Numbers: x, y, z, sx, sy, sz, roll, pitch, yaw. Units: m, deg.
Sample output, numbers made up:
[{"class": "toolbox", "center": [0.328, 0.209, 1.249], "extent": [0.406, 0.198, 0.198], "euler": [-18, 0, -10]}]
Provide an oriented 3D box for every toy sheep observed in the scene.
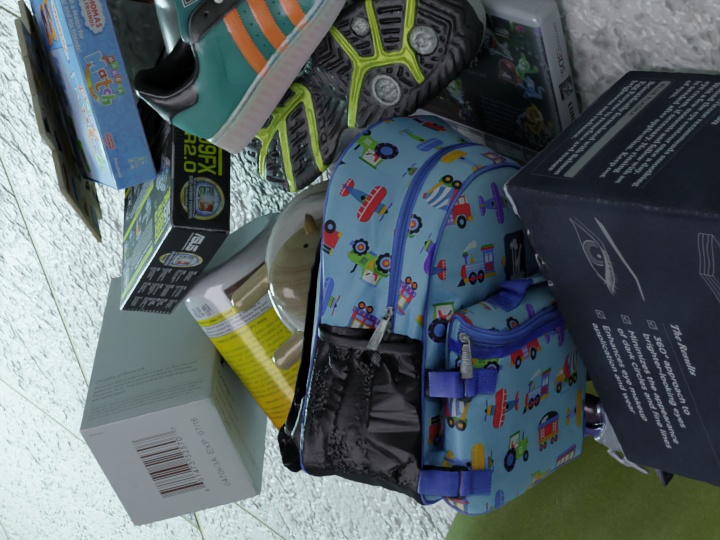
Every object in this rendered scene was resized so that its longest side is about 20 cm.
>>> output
[{"class": "toy sheep", "center": [0.000, 0.000, 1.109], "extent": [0.137, 0.200, 0.139], "euler": [3, 97, 25]}]

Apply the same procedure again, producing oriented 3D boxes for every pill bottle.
[{"class": "pill bottle", "center": [-0.048, 0.061, 1.321], "extent": [0.201, 0.109, 0.109], "euler": [55, 153, -14]}]

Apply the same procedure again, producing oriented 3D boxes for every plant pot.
[{"class": "plant pot", "center": [0.132, 0.203, 1.142], "extent": [0.187, 0.200, 0.188], "euler": [36, 152, 22]}]

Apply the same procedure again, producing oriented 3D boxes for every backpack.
[{"class": "backpack", "center": [0.051, 0.016, 0.941], "extent": [0.134, 0.182, 0.202], "euler": [10, 102, 31]}]

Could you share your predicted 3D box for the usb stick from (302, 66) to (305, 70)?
[{"class": "usb stick", "center": [-0.069, -0.163, 1.107], "extent": [0.201, 0.055, 0.033], "euler": [58, 168, -20]}]

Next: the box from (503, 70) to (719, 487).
[{"class": "box", "center": [0.209, 0.012, 0.855], "extent": [0.199, 0.117, 0.197], "euler": [12, 137, 51]}]

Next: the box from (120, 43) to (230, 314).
[{"class": "box", "center": [-0.140, -0.072, 1.241], "extent": [0.200, 0.044, 0.162], "euler": [133, 138, -64]}]

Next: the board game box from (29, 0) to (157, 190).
[{"class": "board game box", "center": [-0.205, -0.142, 1.251], "extent": [0.200, 0.036, 0.152], "euler": [-159, 52, -73]}]

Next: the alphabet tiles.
[{"class": "alphabet tiles", "center": [-0.244, -0.118, 1.346], "extent": [0.200, 0.006, 0.168], "euler": [77, 178, -73]}]

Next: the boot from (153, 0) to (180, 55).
[{"class": "boot", "center": [-0.079, -0.206, 0.996], "extent": [0.181, 0.072, 0.201], "euler": [10, 122, 45]}]

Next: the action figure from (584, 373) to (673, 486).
[{"class": "action figure", "center": [0.118, 0.071, 1.076], "extent": [0.199, 0.130, 0.070], "euler": [13, 137, 33]}]

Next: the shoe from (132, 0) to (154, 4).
[{"class": "shoe", "center": [-0.163, -0.227, 1.177], "extent": [0.199, 0.054, 0.070], "euler": [27, 176, 43]}]

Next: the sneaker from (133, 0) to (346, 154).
[{"class": "sneaker", "center": [-0.062, -0.157, 0.944], "extent": [0.079, 0.072, 0.201], "euler": [21, 121, -23]}]

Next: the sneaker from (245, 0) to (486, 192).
[{"class": "sneaker", "center": [0.005, -0.121, 0.993], "extent": [0.200, 0.076, 0.076], "euler": [-29, 99, 45]}]

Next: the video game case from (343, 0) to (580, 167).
[{"class": "video game case", "center": [0.056, -0.110, 1.029], "extent": [0.199, 0.023, 0.183], "euler": [25, 146, 40]}]

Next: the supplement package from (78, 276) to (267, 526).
[{"class": "supplement package", "center": [-0.150, 0.094, 1.395], "extent": [0.116, 0.201, 0.117], "euler": [-16, 126, 12]}]
